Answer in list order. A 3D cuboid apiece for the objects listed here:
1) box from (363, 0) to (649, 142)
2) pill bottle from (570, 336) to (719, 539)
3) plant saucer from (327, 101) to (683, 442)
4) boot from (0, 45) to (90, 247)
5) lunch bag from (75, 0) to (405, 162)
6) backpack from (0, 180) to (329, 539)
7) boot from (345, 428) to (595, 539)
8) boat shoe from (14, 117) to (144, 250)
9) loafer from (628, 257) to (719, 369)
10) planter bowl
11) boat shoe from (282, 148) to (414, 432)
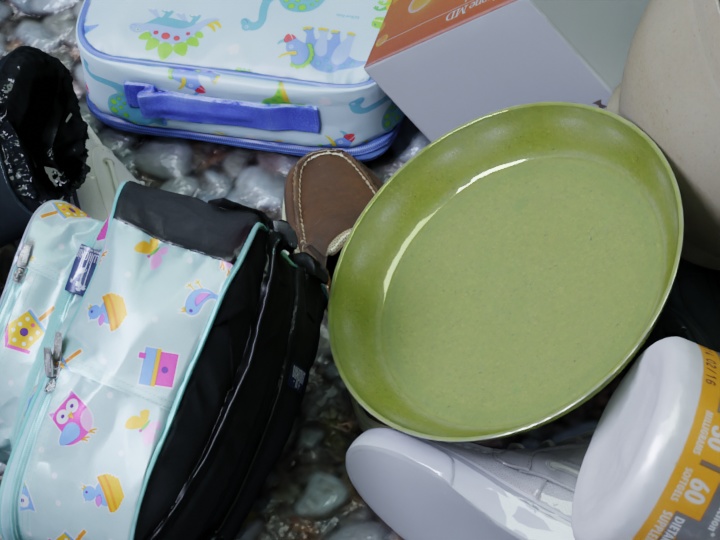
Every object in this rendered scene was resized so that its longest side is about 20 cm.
[{"bbox_3d":[0.101,-0.169,1.688,0.124,0.097,0.200,-21,35,39],"label":"box"},{"bbox_3d":[0.212,0.121,1.443,0.200,0.116,0.117,24,53,-8],"label":"pill bottle"},{"bbox_3d":[0.078,0.005,1.520,0.199,0.031,0.201,-16,53,22],"label":"plant saucer"},{"bbox_3d":[-0.221,-0.080,1.658,0.168,0.076,0.201,-33,47,34],"label":"boot"},{"bbox_3d":[-0.060,-0.144,1.743,0.199,0.083,0.161,7,51,11],"label":"lunch bag"},{"bbox_3d":[-0.114,0.068,1.511,0.153,0.176,0.201,11,79,12],"label":"backpack"},{"bbox_3d":[0.098,0.115,1.534,0.200,0.074,0.096,27,52,15],"label":"boot"},{"bbox_3d":[-0.154,-0.033,1.682,0.070,0.071,0.200,5,42,-26],"label":"boat shoe"},{"bbox_3d":[0.172,0.030,1.596,0.068,0.070,0.201,-45,33,23],"label":"loafer"},{"bbox_3d":[0.214,-0.081,1.563,0.200,0.135,0.201,22,51,-30],"label":"planter bowl"},{"bbox_3d":[0.006,-0.002,1.626,0.074,0.075,0.203,-18,51,-8],"label":"boat shoe"}]
